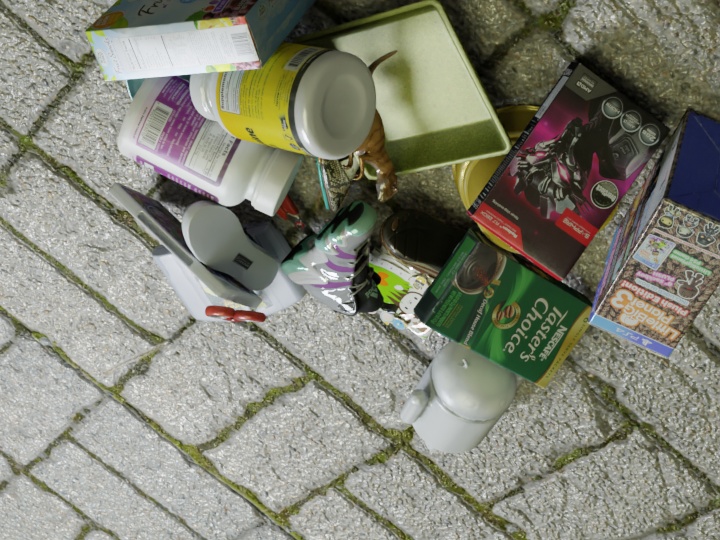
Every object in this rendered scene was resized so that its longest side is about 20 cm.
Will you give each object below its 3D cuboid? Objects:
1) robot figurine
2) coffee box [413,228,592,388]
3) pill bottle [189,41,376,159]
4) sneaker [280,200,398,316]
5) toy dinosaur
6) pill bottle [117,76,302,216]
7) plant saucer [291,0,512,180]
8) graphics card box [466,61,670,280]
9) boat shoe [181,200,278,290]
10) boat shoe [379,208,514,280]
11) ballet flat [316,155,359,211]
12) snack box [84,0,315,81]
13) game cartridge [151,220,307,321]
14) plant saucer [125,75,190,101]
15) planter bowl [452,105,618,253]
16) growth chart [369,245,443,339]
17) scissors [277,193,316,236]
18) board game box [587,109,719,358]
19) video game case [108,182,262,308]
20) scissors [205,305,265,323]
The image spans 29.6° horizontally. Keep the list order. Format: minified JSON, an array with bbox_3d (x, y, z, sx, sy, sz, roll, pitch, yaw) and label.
[{"bbox_3d":[0.131,0.160,1.751,0.113,0.169,0.200,63,151,23],"label":"robot figurine"},{"bbox_3d":[0.175,0.047,1.609,0.199,0.044,0.123,30,102,-28],"label":"coffee box"},{"bbox_3d":[-0.088,-0.189,1.462,0.199,0.112,0.113,17,139,41],"label":"pill bottle"},{"bbox_3d":[0.000,0.000,1.647,0.140,0.078,0.200,45,151,-9],"label":"sneaker"},{"bbox_3d":[-0.001,-0.167,1.511,0.105,0.061,0.201,-9,132,2],"label":"toy dinosaur"},{"bbox_3d":[-0.172,-0.144,1.590,0.199,0.113,0.113,27,136,0],"label":"pill bottle"},{"bbox_3d":[0.052,-0.206,1.505,0.199,0.048,0.201,-8,126,36],"label":"plant saucer"},{"bbox_3d":[0.220,-0.105,1.448,0.125,0.051,0.201,35,96,-7],"label":"graphics card box"},{"bbox_3d":[-0.169,-0.034,1.663,0.057,0.069,0.200,40,176,33],"label":"boat shoe"},{"bbox_3d":[0.111,-0.016,1.650,0.199,0.076,0.074,28,169,-13],"label":"boat shoe"},{"bbox_3d":[-0.035,-0.158,1.591,0.075,0.068,0.201,-17,123,8],"label":"ballet flat"},{"bbox_3d":[-0.168,-0.277,1.462,0.199,0.169,0.068,-2,126,25],"label":"snack box"},{"bbox_3d":[-0.170,0.006,1.818,0.199,0.041,0.133,-11,128,32],"label":"game cartridge"},{"bbox_3d":[-0.186,-0.217,1.627,0.199,0.027,0.201,13,134,13],"label":"plant saucer"},{"bbox_3d":[0.188,-0.080,1.538,0.199,0.084,0.201,14,134,14],"label":"planter bowl"},{"bbox_3d":[0.064,0.031,1.745,0.199,0.018,0.145,21,136,7],"label":"growth chart"},{"bbox_3d":[-0.088,-0.066,1.704,0.073,0.014,0.200,-13,129,31],"label":"scissors"},{"bbox_3d":[0.338,-0.038,1.452,0.096,0.160,0.201,24,136,2],"label":"board game box"},{"bbox_3d":[-0.217,-0.030,1.704,0.200,0.143,0.018,43,94,15],"label":"video game case"},{"bbox_3d":[-0.167,0.057,1.732,0.073,0.014,0.200,6,176,-11],"label":"scissors"}]
